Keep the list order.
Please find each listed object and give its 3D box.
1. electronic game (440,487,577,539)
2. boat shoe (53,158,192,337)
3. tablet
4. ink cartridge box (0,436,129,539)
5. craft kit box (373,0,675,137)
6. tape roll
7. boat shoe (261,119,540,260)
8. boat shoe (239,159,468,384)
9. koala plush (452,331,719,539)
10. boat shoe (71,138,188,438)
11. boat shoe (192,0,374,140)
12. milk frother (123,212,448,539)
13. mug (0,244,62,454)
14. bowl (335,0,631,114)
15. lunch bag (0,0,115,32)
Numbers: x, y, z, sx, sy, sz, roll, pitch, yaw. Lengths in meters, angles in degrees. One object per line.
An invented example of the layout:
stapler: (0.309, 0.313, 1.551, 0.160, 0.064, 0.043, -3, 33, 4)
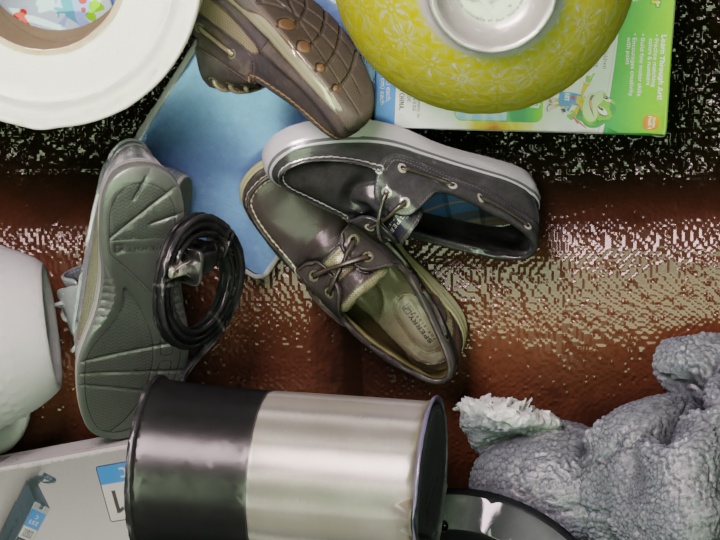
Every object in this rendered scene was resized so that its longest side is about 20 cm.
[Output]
electronic game: (0.077, 0.236, 1.593, 0.199, 0.042, 0.201, 7, 117, 15)
boat shoe: (-0.171, 0.013, 1.626, 0.071, 0.070, 0.201, 21, 113, 11)
tablet: (-0.069, -0.105, 1.608, 0.130, 0.014, 0.200, 32, 106, -7)
ink cartridge box: (-0.186, 0.207, 1.631, 0.199, 0.045, 0.177, -12, 99, 22)
craft kit box: (0.109, -0.191, 1.546, 0.197, 0.049, 0.201, 3, 107, 2)
tape roll: (-0.194, -0.193, 1.474, 0.202, 0.071, 0.203, 0, 106, 0)
boat shoe: (0.031, -0.045, 1.562, 0.199, 0.066, 0.070, 14, 135, -24)
boat shoe: (0.000, 0.000, 1.604, 0.200, 0.065, 0.073, 40, 104, -17)
koala plush: (0.163, 0.147, 1.607, 0.199, 0.184, 0.178, 0, 108, 16)
boat shoe: (-0.153, 0.015, 1.558, 0.074, 0.065, 0.203, -2, 115, -13)
boat shoe: (-0.069, -0.152, 1.542, 0.200, 0.074, 0.073, 49, 121, 19)
milk frother: (-0.041, 0.079, 1.493, 0.187, 0.181, 0.201, 3, 121, 10)
mug: (-0.294, 0.067, 1.622, 0.175, 0.148, 0.200, -8, 138, -1)
bowl: (0.080, -0.186, 1.471, 0.199, 0.108, 0.201, 0, 106, 0)
lunch bag: (-0.232, -0.211, 1.545, 0.160, 0.082, 0.201, -13, 107, 8)
